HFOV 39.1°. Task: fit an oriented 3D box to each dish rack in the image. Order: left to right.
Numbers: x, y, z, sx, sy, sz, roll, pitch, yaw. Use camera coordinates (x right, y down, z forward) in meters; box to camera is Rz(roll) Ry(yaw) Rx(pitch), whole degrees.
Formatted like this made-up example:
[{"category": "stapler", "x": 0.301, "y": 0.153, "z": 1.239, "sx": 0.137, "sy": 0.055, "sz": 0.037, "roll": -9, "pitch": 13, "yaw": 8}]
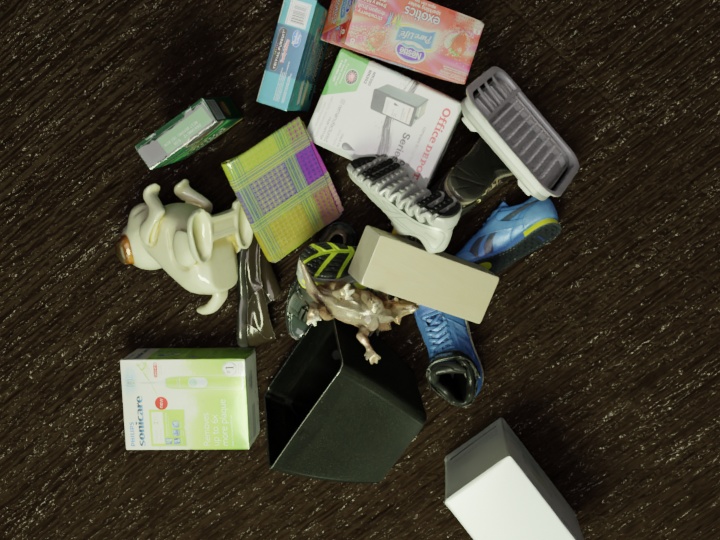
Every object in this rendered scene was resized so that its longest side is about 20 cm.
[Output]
[{"category": "dish rack", "x": 0.225, "y": -0.193, "z": 1.463, "sx": 0.200, "sy": 0.172, "sz": 0.044, "roll": 48, "pitch": 124, "yaw": -2}]

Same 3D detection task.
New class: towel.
[{"category": "towel", "x": -0.111, "y": -0.115, "z": 1.495, "sx": 0.143, "sy": 0.023, "sz": 0.200, "roll": -35, "pitch": 131, "yaw": -12}]

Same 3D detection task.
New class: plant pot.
[{"category": "plant pot", "x": -0.018, "y": 0.201, "z": 1.515, "sx": 0.177, "sy": 0.200, "sz": 0.200, "roll": 29, "pitch": 109, "yaw": -19}]

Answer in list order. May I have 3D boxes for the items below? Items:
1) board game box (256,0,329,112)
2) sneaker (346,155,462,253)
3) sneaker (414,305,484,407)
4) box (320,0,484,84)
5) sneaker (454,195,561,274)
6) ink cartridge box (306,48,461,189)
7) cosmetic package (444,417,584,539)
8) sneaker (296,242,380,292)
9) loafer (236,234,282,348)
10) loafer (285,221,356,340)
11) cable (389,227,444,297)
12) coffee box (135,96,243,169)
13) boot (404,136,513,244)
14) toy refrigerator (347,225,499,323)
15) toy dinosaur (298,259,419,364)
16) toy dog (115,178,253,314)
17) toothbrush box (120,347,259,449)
[{"category": "board game box", "x": -0.089, "y": -0.306, "z": 1.448, "sx": 0.047, "sy": 0.200, "sz": 0.152, "roll": 17, "pitch": 99, "yaw": 3}, {"category": "sneaker", "x": 0.052, "y": -0.094, "z": 1.423, "sx": 0.200, "sy": 0.075, "sz": 0.081, "roll": 38, "pitch": 139, "yaw": 33}, {"category": "sneaker", "x": 0.127, "y": 0.110, "z": 1.525, "sx": 0.076, "sy": 0.111, "sz": 0.201, "roll": -19, "pitch": 101, "yaw": 16}, {"category": "box", "x": 0.059, "y": -0.340, "z": 1.439, "sx": 0.199, "sy": 0.103, "sz": 0.095, "roll": 13, "pitch": 100, "yaw": -27}, {"category": "sneaker", "x": 0.206, "y": -0.049, "z": 1.536, "sx": 0.200, "sy": 0.066, "sz": 0.079, "roll": -31, "pitch": 59, "yaw": 18}, {"category": "ink cartridge box", "x": 0.038, "y": -0.223, "z": 1.507, "sx": 0.199, "sy": 0.084, "sz": 0.146, "roll": 24, "pitch": 101, "yaw": 2}, {"category": "cosmetic package", "x": 0.230, "y": 0.354, "z": 1.515, "sx": 0.123, "sy": 0.200, "sz": 0.200, "roll": -37, "pitch": 94, "yaw": 9}, {"category": "sneaker", "x": 0.000, "y": 0.000, "z": 1.510, "sx": 0.199, "sy": 0.076, "sz": 0.076, "roll": 7, "pitch": 62, "yaw": -16}, {"category": "loafer", "x": -0.156, "y": 0.021, "z": 1.575, "sx": 0.071, "sy": 0.073, "sz": 0.201, "roll": 1, "pitch": 101, "yaw": -6}, {"category": "loafer", "x": -0.068, "y": 0.019, "z": 1.563, "sx": 0.072, "sy": 0.063, "sz": 0.201, "roll": 24, "pitch": 100, "yaw": 2}, {"category": "cable", "x": 0.059, "y": 0.002, "z": 1.572, "sx": 0.097, "sy": 0.050, "sz": 0.200, "roll": 28, "pitch": 113, "yaw": -16}, {"category": "coffee box", "x": -0.245, "y": -0.203, "z": 1.480, "sx": 0.123, "sy": 0.200, "sz": 0.044, "roll": -34, "pitch": 97, "yaw": 8}, {"category": "boot", "x": 0.152, "y": -0.121, "z": 1.500, "sx": 0.073, "sy": 0.200, "sz": 0.151, "roll": 47, "pitch": 136, "yaw": 0}, {"category": "toy refrigerator", "x": 0.090, "y": 0.005, "z": 1.453, "sx": 0.199, "sy": 0.070, "sz": 0.076, "roll": 18, "pitch": 100, "yaw": -23}, {"category": "toy dinosaur", "x": -0.016, "y": 0.048, "z": 1.447, "sx": 0.199, "sy": 0.136, "sz": 0.086, "roll": 28, "pitch": 103, "yaw": -11}, {"category": "toy dog", "x": -0.270, "y": -0.044, "z": 1.523, "sx": 0.199, "sy": 0.139, "sz": 0.195, "roll": 12, "pitch": 121, "yaw": 33}, {"category": "toothbrush box", "x": -0.266, "y": 0.201, "z": 1.599, "sx": 0.199, "sy": 0.086, "sz": 0.146, "roll": 0, "pitch": 98, "yaw": 7}]
